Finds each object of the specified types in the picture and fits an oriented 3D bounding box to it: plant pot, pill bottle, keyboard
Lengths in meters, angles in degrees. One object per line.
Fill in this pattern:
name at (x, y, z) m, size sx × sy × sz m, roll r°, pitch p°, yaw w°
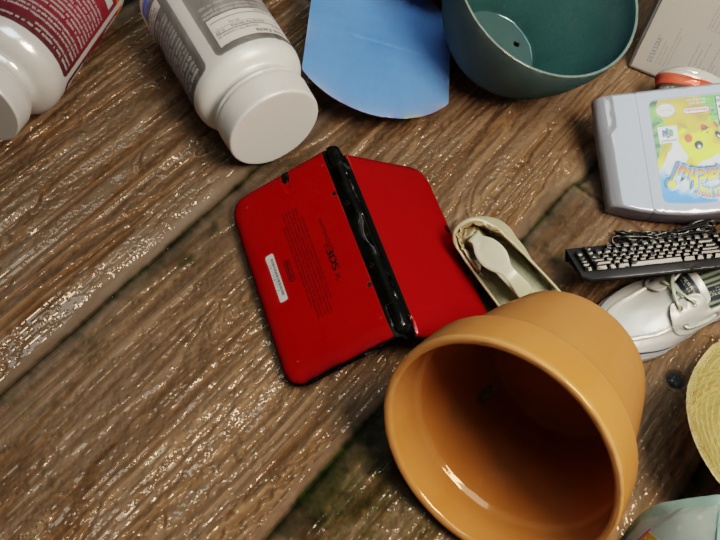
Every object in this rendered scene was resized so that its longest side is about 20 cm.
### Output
plant pot at (0.164, -0.257, 1.075) m, size 0.197 × 0.135 × 0.203 m, roll 6°, pitch 70°, yaw -17°
plant pot at (0.137, 0.107, 0.824) m, size 0.199 × 0.201 × 0.140 m, roll 36°, pitch 43°, yaw 15°
pill bottle at (-0.127, -0.209, 1.023) m, size 0.113 × 0.114 × 0.201 m, roll -21°, pitch 63°, yaw -21°
keyboard at (0.291, -0.023, 0.982) m, size 0.197 × 0.021 × 0.127 m, roll -5°, pitch 17°, yaw -1°
pill bottle at (-0.316, -0.226, 1.003) m, size 0.112 × 0.113 × 0.202 m, roll 19°, pitch 56°, yaw 4°

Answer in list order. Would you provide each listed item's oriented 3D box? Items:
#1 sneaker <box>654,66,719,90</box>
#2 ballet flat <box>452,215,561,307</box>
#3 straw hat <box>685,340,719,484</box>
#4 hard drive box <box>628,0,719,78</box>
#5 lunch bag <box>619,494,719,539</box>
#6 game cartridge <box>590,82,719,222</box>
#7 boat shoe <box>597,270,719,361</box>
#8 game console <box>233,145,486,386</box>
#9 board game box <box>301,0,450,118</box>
sneaker at (0.398, -0.146, 1.105) m, size 0.197 × 0.077 × 0.083 m, roll 18°, pitch 79°, yaw 7°
ballet flat at (0.149, 0.027, 0.938) m, size 0.069 × 0.070 × 0.201 m, roll -27°, pitch 63°, yaw -24°
straw hat at (0.346, 0.152, 0.881) m, size 0.198 × 0.086 × 0.203 m, roll 7°, pitch 53°, yaw -10°
hard drive box at (0.410, -0.257, 1.115) m, size 0.198 × 0.157 × 0.077 m, roll 24°, pitch 56°, yaw 6°
lunch bag at (0.218, 0.265, 0.717) m, size 0.120 × 0.201 × 0.172 m, roll 20°, pitch 55°, yaw 5°
game cartridge at (0.337, -0.117, 1.045) m, size 0.197 × 0.040 × 0.135 m, roll -7°, pitch 81°, yaw 1°
boat shoe at (0.294, 0.023, 0.967) m, size 0.198 × 0.067 × 0.074 m, roll -21°, pitch 62°, yaw -21°
game console at (0.000, 0.000, 0.965) m, size 0.171 × 0.119 × 0.202 m, roll -28°, pitch 60°, yaw 11°
board game box at (0.015, -0.227, 1.103) m, size 0.156 × 0.039 × 0.202 m, roll 13°, pitch 56°, yaw -12°
